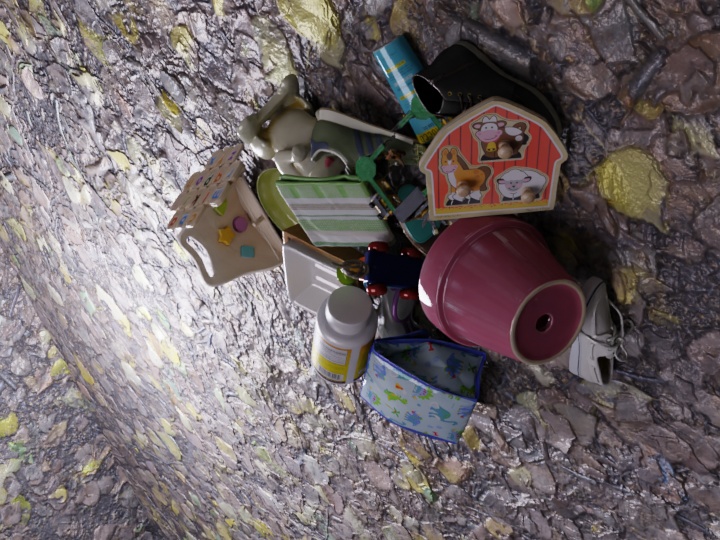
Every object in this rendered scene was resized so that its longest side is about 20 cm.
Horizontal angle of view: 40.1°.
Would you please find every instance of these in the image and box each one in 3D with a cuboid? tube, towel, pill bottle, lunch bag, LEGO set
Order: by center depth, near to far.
[{"bbox_3d":[0.101,-0.160,1.417,0.154,0.116,0.200,47,122,17],"label":"LEGO set"},{"bbox_3d":[0.090,-0.243,1.435,0.077,0.050,0.201,-24,105,33],"label":"tube"},{"bbox_3d":[-0.034,-0.095,1.555,0.148,0.031,0.200,1,153,17],"label":"towel"},{"bbox_3d":[-0.028,0.112,1.733,0.109,0.109,0.200,40,151,18],"label":"pill bottle"},{"bbox_3d":[0.104,0.199,1.740,0.198,0.128,0.171,14,141,2],"label":"lunch bag"}]

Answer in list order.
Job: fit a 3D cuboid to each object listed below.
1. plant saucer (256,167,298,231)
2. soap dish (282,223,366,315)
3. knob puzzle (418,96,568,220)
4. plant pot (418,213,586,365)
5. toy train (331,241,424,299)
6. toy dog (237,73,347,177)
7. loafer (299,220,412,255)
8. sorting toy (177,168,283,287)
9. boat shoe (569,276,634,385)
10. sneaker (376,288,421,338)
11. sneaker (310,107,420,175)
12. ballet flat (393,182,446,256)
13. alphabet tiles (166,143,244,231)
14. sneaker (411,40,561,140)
[{"bbox_3d":[-0.100,-0.115,1.792,0.199,0.031,0.201,29,149,19],"label":"plant saucer"},{"bbox_3d":[-0.061,0.008,1.802,0.157,0.081,0.201,26,149,18],"label":"soap dish"},{"bbox_3d":[0.176,-0.140,1.299,0.218,0.031,0.221,-1,137,-1],"label":"knob puzzle"},{"bbox_3d":[0.210,0.035,1.376,0.179,0.199,0.201,39,151,52],"label":"plant pot"},{"bbox_3d":[0.000,0.000,1.600,0.115,0.199,0.085,-8,77,51],"label":"toy train"},{"bbox_3d":[-0.084,-0.186,1.632,0.200,0.139,0.194,41,159,17],"label":"toy dog"},{"bbox_3d":[-0.003,-0.081,1.674,0.199,0.070,0.075,21,137,1],"label":"loafer"},{"bbox_3d":[-0.257,-0.066,1.914,0.107,0.180,0.201,0,124,58],"label":"sorting toy"},{"bbox_3d":[0.350,0.098,1.419,0.086,0.075,0.203,29,144,32],"label":"boat shoe"},{"bbox_3d":[0.052,0.075,1.770,0.099,0.075,0.201,21,137,38],"label":"sneaker"},{"bbox_3d":[0.014,-0.176,1.513,0.199,0.090,0.067,21,180,12],"label":"sneaker"},{"bbox_3d":[0.115,-0.051,1.593,0.200,0.068,0.072,49,168,-3],"label":"ballet flat"},{"bbox_3d":[-0.293,-0.156,1.880,0.015,0.196,0.199,41,154,-28],"label":"alphabet tiles"},{"bbox_3d":[0.165,-0.214,1.313,0.200,0.106,0.075,40,146,17],"label":"sneaker"}]
